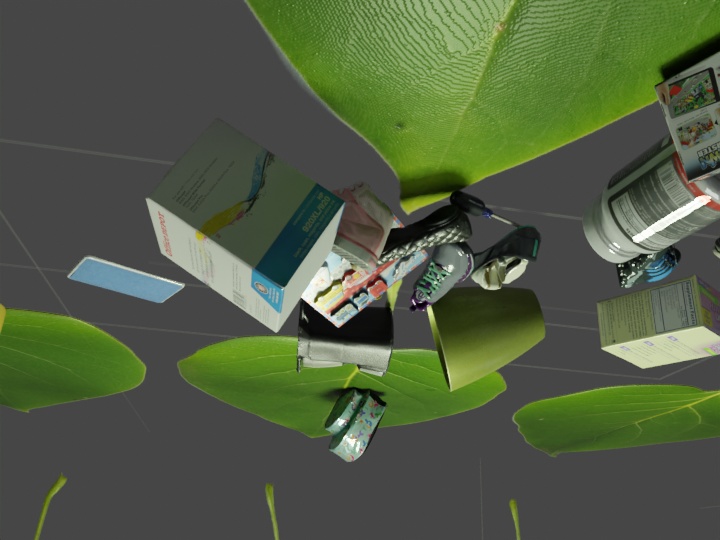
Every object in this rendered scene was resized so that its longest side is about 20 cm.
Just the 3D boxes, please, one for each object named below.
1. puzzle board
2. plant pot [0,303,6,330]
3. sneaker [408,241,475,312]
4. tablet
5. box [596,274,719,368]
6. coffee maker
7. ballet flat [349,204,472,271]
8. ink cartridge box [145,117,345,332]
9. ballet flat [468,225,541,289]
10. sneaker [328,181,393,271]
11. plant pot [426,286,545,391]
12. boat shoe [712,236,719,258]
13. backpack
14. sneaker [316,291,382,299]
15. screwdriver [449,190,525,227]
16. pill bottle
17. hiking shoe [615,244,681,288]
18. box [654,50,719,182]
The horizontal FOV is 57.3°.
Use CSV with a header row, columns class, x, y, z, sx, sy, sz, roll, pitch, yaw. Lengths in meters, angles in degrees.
class,x,y,z,sx,sy,sz,roll,pitch,yaw
puzzle board,0.000,0.000,1.051,0.198,0.018,0.150,-38,136,10
plant pot,-0.893,0.156,1.422,0.194,0.194,0.202,2,157,1
sneaker,0.130,0.015,1.100,0.074,0.088,0.201,39,158,12
tablet,-0.456,0.018,1.287,0.197,0.014,0.129,20,150,-34
box,0.586,0.105,1.262,0.173,0.099,0.198,22,150,-36
coffee maker,-0.030,0.132,1.343,0.194,0.138,0.193,4,155,-4
ballet flat,0.069,-0.035,0.960,0.196,0.067,0.057,-21,121,28
ink cartridge box,-0.144,-0.056,0.839,0.197,0.146,0.148,33,154,4
ballet flat,0.221,-0.008,1.070,0.071,0.075,0.199,12,158,-21
sneaker,-0.040,-0.089,0.951,0.197,0.106,0.075,29,172,17
plant pot,0.237,0.107,1.235,0.194,0.192,0.188,-14,155,2
boat shoe,0.638,-0.044,0.989,0.194,0.072,0.069,1,121,20
backpack,-0.023,0.473,2.019,0.148,0.203,0.177,30,151,-12
sneaker,-0.058,0.021,1.124,0.196,0.076,0.082,18,155,-28
screwdriver,0.205,-0.077,0.985,0.197,0.030,0.028,21,133,-34
pill bottle,0.377,-0.093,0.825,0.113,0.119,0.200,10,156,-17
hiking shoe,0.454,-0.032,1.023,0.084,0.077,0.200,-9,164,8
box,0.400,-0.177,0.639,0.034,0.113,0.198,-9,169,-41
